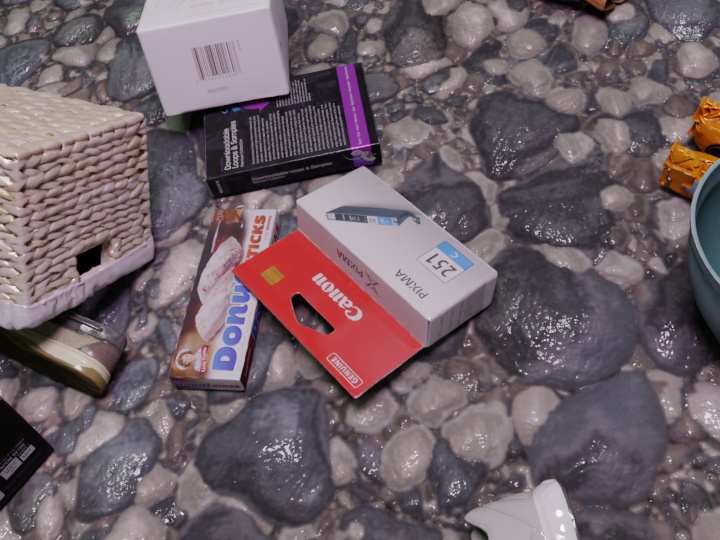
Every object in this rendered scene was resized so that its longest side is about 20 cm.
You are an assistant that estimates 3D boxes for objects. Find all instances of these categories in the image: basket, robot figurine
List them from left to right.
[{"bbox_3d":[-0.328,-0.072,0.759,0.197,0.164,0.198,15,25,17],"label":"basket"},{"bbox_3d":[0.401,-0.089,0.756,0.198,0.059,0.146,27,65,26],"label":"robot figurine"}]

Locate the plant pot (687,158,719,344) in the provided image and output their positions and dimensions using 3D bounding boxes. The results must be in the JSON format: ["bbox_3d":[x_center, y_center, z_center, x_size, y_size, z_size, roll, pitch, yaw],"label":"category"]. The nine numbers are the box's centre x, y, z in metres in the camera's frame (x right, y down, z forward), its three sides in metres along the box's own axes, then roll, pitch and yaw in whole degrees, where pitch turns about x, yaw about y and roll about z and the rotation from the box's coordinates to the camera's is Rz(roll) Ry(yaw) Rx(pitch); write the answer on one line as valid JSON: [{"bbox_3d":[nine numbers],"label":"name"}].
[{"bbox_3d":[0.361,0.009,0.645,0.196,0.135,0.203,-5,54,7],"label":"plant pot"}]

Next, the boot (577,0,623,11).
[{"bbox_3d":[0.296,-0.411,1.000,0.154,0.077,0.199,36,60,24],"label":"boot"}]

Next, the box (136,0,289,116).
[{"bbox_3d":[-0.167,-0.291,0.944,0.149,0.108,0.202,-10,40,3],"label":"box"}]

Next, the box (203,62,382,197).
[{"bbox_3d":[-0.082,-0.164,0.907,0.196,0.036,0.145,-10,52,0],"label":"box"}]

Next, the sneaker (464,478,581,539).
[{"bbox_3d":[0.124,0.253,0.556,0.090,0.076,0.202,-14,45,8],"label":"sneaker"}]

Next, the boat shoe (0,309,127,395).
[{"bbox_3d":[-0.314,0.053,0.770,0.198,0.072,0.066,23,55,18],"label":"boat shoe"}]

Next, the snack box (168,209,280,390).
[{"bbox_3d":[-0.131,0.023,0.785,0.070,0.025,0.203,1,54,8],"label":"snack box"}]

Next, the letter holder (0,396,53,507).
[{"bbox_3d":[-0.397,0.176,0.674,0.141,0.101,0.201,25,62,27],"label":"letter holder"}]

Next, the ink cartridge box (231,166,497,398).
[{"bbox_3d":[0.000,0.000,0.750,0.175,0.045,0.200,-31,55,-27],"label":"ink cartridge box"}]
